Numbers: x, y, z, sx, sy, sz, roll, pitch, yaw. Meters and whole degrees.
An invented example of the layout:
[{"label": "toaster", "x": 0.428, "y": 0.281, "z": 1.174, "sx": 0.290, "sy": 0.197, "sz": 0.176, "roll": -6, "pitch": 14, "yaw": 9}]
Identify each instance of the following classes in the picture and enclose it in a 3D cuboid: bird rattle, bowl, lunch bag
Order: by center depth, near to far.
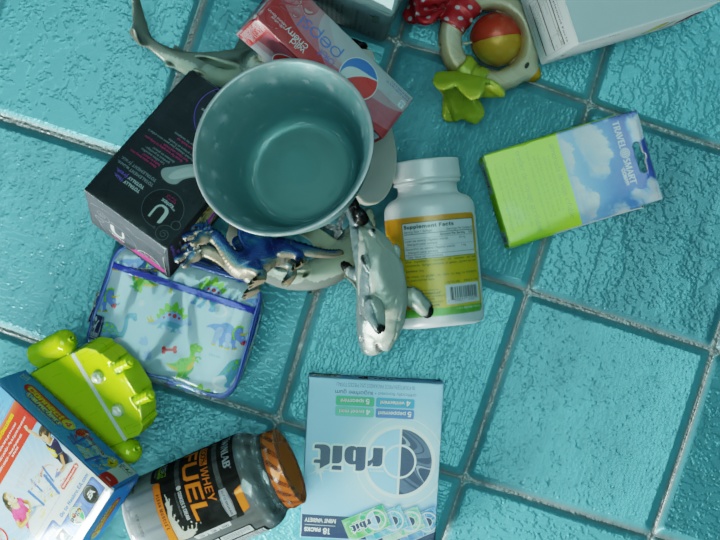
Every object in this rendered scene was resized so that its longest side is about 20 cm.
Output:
[{"label": "bowl", "x": -0.075, "y": -0.122, "z": 1.273, "sx": 0.200, "sy": 0.105, "sz": 0.201, "roll": -2, "pitch": 76, "yaw": 10}, {"label": "lunch bag", "x": -0.225, "y": 0.058, "z": 1.410, "sx": 0.199, "sy": 0.082, "sz": 0.161, "roll": 20, "pitch": 87, "yaw": -2}, {"label": "bird rattle", "x": 0.141, "y": -0.286, "z": 1.423, "sx": 0.163, "sy": 0.113, "sz": 0.201, "roll": -9, "pitch": 78, "yaw": -13}]

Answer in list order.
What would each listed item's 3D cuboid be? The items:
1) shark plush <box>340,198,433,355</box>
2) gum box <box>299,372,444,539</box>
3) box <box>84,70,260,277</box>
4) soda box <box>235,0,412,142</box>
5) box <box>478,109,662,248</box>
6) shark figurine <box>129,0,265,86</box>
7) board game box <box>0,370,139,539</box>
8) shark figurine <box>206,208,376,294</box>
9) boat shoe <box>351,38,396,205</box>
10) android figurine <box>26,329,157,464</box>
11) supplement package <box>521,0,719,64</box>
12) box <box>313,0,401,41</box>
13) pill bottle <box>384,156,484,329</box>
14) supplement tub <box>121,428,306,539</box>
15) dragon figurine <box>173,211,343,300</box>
[{"label": "shark plush", "x": 0.000, "y": 0.000, "z": 1.332, "sx": 0.091, "sy": 0.083, "sz": 0.200, "roll": -30, "pitch": 99, "yaw": -38}, {"label": "gum box", "x": 0.014, "y": 0.233, "z": 1.432, "sx": 0.169, "sy": 0.045, "sz": 0.201, "roll": 4, "pitch": 91, "yaw": -1}, {"label": "box", "x": -0.214, "y": -0.114, "z": 1.362, "sx": 0.122, "sy": 0.106, "sz": 0.200, "roll": 35, "pitch": 69, "yaw": 5}, {"label": "soda box", "x": -0.040, "y": -0.233, "z": 1.309, "sx": 0.200, "sy": 0.063, "sz": 0.070, "roll": 42, "pitch": 68, "yaw": -16}, {"label": "box", "x": 0.260, "y": -0.114, "z": 1.432, "sx": 0.199, "sy": 0.048, "sz": 0.122, "roll": -17, "pitch": 91, "yaw": -1}, {"label": "shark figurine", "x": -0.179, "y": -0.271, "z": 1.414, "sx": 0.214, "sy": 0.128, "sz": 0.090, "roll": 15, "pitch": 64, "yaw": 11}, {"label": "board game box", "x": -0.390, "y": 0.258, "z": 1.366, "sx": 0.196, "sy": 0.056, "sz": 0.200, "roll": 40, "pitch": 111, "yaw": 13}, {"label": "shark figurine", "x": -0.073, "y": 0.002, "z": 1.410, "sx": 0.214, "sy": 0.090, "sz": 0.128, "roll": -9, "pitch": 66, "yaw": -19}, {"label": "boat shoe", "x": -0.013, "y": -0.174, "z": 1.402, "sx": 0.074, "sy": 0.093, "sz": 0.201, "roll": -3, "pitch": 85, "yaw": -26}, {"label": "android figurine", "x": -0.321, "y": 0.153, "z": 1.373, "sx": 0.200, "sy": 0.041, "sz": 0.182, "roll": -21, "pitch": 101, "yaw": 36}, {"label": "supplement package", "x": 0.301, "y": -0.356, "z": 1.380, "sx": 0.200, "sy": 0.111, "sz": 0.156, "roll": -19, "pitch": 91, "yaw": -13}, {"label": "box", "x": -0.007, "y": -0.402, "z": 1.350, "sx": 0.171, "sy": 0.200, "sz": 0.199, "roll": 22, "pitch": 91, "yaw": -3}, {"label": "pill bottle", "x": 0.087, "y": -0.033, "z": 1.398, "sx": 0.111, "sy": 0.111, "sz": 0.201, "roll": -5, "pitch": 90, "yaw": -1}, {"label": "supplement tub", "x": -0.174, "y": 0.273, "z": 1.382, "sx": 0.200, "sy": 0.123, "sz": 0.123, "roll": -25, "pitch": 91, "yaw": 5}, {"label": "dragon figurine", "x": -0.113, "y": -0.031, "z": 1.331, "sx": 0.200, "sy": 0.059, "sz": 0.100, "roll": -21, "pitch": 73, "yaw": -25}]
